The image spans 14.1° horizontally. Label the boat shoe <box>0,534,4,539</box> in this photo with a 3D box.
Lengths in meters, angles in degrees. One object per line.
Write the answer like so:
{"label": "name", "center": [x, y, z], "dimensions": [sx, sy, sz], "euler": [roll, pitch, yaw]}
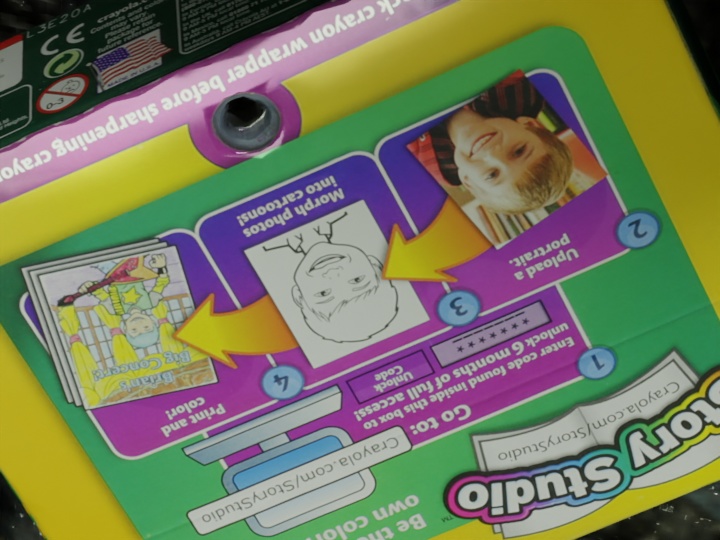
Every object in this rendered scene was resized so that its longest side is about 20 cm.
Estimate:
{"label": "boat shoe", "center": [-0.154, 0.149, 0.904], "dimensions": [0.063, 0.073, 0.201], "euler": [19, 123, 2]}

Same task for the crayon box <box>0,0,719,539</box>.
{"label": "crayon box", "center": [0.000, 0.000, 0.727], "dimensions": [0.200, 0.058, 0.173], "euler": [-23, 123, 10]}
